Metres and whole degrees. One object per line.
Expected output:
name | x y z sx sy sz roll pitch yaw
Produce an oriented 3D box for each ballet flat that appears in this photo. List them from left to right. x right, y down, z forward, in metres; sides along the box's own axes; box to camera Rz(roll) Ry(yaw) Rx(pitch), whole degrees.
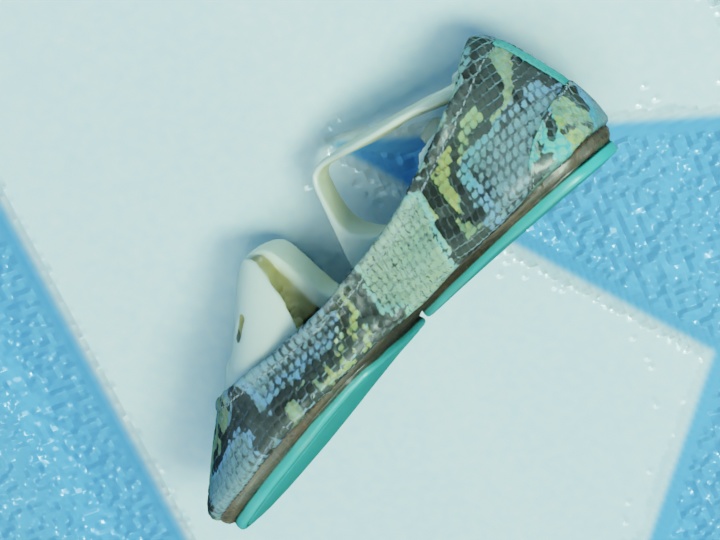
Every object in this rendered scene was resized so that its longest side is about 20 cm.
ballet flat | 0.000 0.000 0.960 0.074 0.074 0.200 35 114 -19
